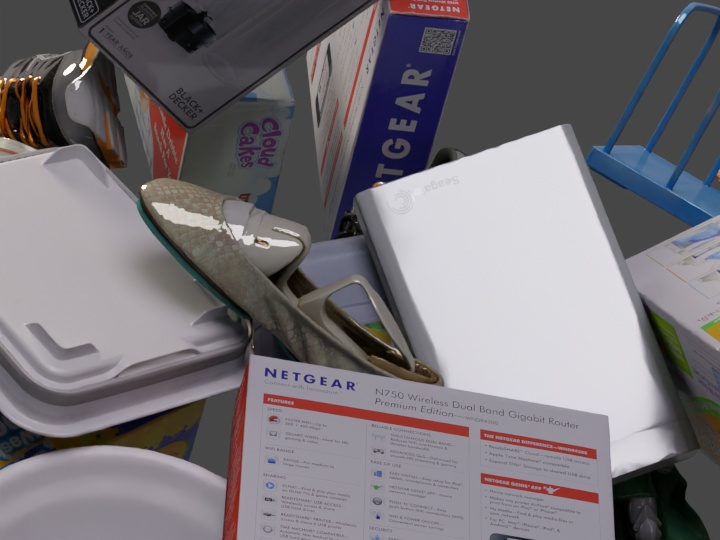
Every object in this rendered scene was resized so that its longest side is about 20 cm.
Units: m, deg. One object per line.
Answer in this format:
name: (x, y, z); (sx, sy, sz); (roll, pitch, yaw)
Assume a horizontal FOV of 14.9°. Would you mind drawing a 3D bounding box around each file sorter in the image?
file sorter: (0.269, -0.071, 1.750); (0.200, 0.123, 0.139); (31, 11, 14)

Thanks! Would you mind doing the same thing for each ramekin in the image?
ramekin: (-0.128, 0.196, 1.412); (0.200, 0.098, 0.201); (9, 45, -9)

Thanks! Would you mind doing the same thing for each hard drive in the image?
hard drive: (0.091, 0.030, 1.538); (0.132, 0.026, 0.200); (-19, 76, -8)

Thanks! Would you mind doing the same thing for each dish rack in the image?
dish rack: (-0.162, 0.000, 1.503); (0.171, 0.044, 0.200); (-14, 49, -42)

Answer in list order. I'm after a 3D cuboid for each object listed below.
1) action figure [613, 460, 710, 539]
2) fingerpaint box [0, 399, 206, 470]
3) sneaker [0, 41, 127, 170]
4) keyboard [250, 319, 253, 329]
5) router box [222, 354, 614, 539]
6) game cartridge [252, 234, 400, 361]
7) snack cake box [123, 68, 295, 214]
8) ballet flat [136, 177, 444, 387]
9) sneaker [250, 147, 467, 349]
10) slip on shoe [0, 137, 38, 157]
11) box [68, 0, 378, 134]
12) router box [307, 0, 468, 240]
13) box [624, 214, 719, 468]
action figure: (0.142, 0.115, 1.559); (0.118, 0.055, 0.200); (-5, 62, 0)
fingerpaint box: (-0.215, 0.075, 1.521); (0.200, 0.073, 0.167); (-25, 58, -37)
sneaker: (-0.183, -0.096, 1.661); (0.077, 0.078, 0.200); (-6, 3, -8)
keyboard: (-0.164, 0.016, 1.534); (0.200, 0.021, 0.127); (25, 34, 7)
router box: (0.031, 0.139, 1.411); (0.200, 0.049, 0.180); (10, 45, -8)
game cartridge: (0.012, 0.078, 1.554); (0.133, 0.040, 0.200); (-11, 80, -22)
snack cake box: (-0.101, -0.131, 1.735); (0.067, 0.115, 0.200); (-2, 47, -18)
ballet flat: (-0.033, 0.009, 1.494); (0.200, 0.062, 0.067); (45, 18, -12)
sneaker: (0.000, 0.000, 1.631); (0.200, 0.079, 0.074); (-35, 18, -21)
slip on shoe: (-0.143, -0.011, 1.647); (0.200, 0.074, 0.061); (26, 78, 0)
box: (-0.057, -0.180, 1.570); (0.117, 0.200, 0.060); (42, 18, -44)
router box: (0.013, -0.142, 1.711); (0.049, 0.200, 0.180); (4, 46, -11)
box: (0.228, 0.046, 1.525); (0.101, 0.113, 0.200); (-25, 16, -5)
